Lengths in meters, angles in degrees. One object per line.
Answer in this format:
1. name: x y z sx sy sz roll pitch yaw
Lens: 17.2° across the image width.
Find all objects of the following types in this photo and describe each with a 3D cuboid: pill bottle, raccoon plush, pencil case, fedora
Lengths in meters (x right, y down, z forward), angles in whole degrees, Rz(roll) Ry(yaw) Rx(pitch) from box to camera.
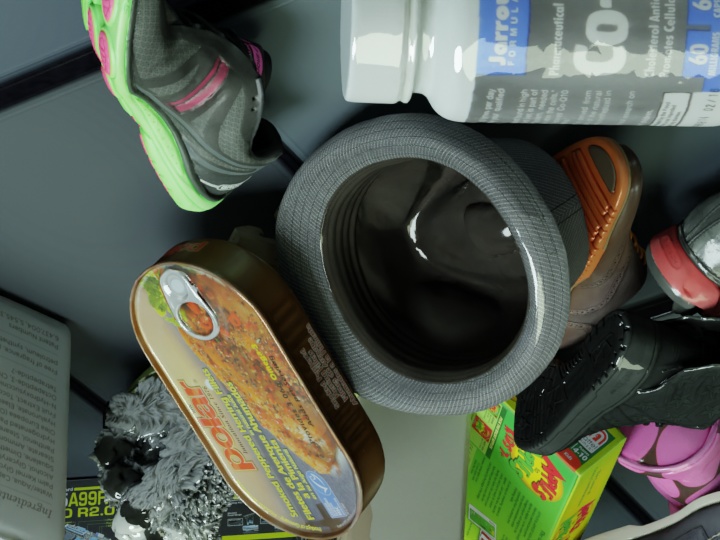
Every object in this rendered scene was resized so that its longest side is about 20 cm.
1. pill bottle: 0.091 -0.131 1.200 0.198 0.115 0.114 0 146 -5
2. raccoon plush: -0.079 0.129 1.543 0.199 0.097 0.134 -15 152 17
3. pencil case: 0.227 0.136 1.623 0.093 0.091 0.200 0 151 26
4. fedora: 0.054 -0.014 1.362 0.090 0.178 0.199 -30 -178 -44

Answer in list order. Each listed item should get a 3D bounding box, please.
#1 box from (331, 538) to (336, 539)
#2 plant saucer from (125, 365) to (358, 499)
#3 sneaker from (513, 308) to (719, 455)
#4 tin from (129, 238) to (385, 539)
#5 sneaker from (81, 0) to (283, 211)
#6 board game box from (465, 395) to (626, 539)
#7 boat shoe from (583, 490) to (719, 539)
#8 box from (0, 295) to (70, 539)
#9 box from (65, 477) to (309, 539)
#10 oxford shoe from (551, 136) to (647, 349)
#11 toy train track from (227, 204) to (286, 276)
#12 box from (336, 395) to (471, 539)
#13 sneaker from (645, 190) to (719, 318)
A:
1. box: -0.083 0.241 1.696 0.198 0.157 0.041 -3 144 2
2. plant saucer: -0.066 0.092 1.590 0.198 0.031 0.201 -2 146 -2
3. sneaker: 0.175 0.072 1.433 0.103 0.060 0.200 12 153 -17
4. tin: -0.060 0.070 1.410 0.111 0.042 0.201 -15 113 40
5. sneaker: -0.093 -0.113 1.267 0.083 0.077 0.200 -24 147 1
6. board game box: 0.107 0.141 1.605 0.048 0.102 0.201 -35 158 -28
7. boat shoe: 0.224 0.193 1.567 0.199 0.063 0.072 -23 144 34
8. box: -0.313 0.112 1.478 0.199 0.172 0.199 26 137 -35
9. box: -0.132 0.220 1.658 0.198 0.161 0.044 -4 145 2
10. oxford shoe: 0.138 -0.019 1.423 0.072 0.072 0.200 -13 154 -20
11. toy train track: 0.000 0.000 1.456 0.199 0.033 0.115 14 117 -33
12. box: 0.023 0.190 1.529 0.077 0.201 0.095 7 144 -3
13. sneaker: 0.268 -0.008 1.426 0.199 0.071 0.098 12 130 -36
